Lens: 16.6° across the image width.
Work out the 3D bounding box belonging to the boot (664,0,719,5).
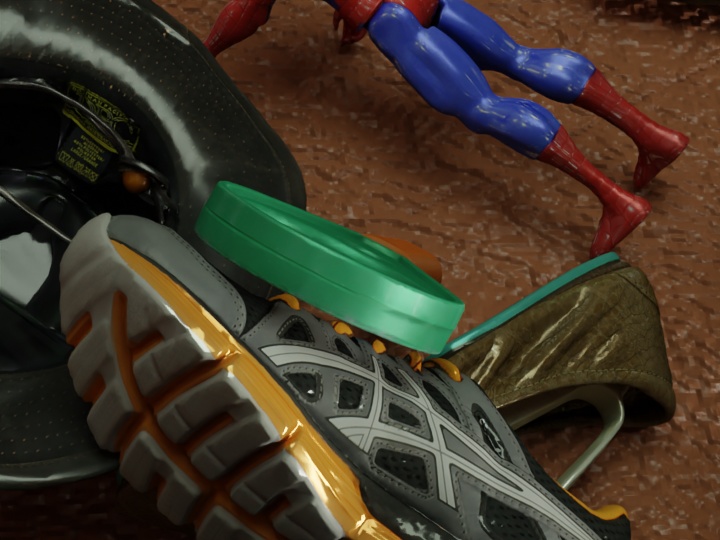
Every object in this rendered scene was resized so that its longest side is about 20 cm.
[{"bbox_3d":[0.184,-0.171,0.985,0.199,0.072,0.155,5,47,-8],"label":"boot"}]

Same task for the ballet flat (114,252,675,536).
[{"bbox_3d":[0.022,0.058,0.788,0.199,0.068,0.073,-21,77,-28],"label":"ballet flat"}]

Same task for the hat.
[{"bbox_3d":[-0.120,-0.004,0.791,0.200,0.081,0.201,11,55,-16],"label":"hat"}]

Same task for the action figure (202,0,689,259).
[{"bbox_3d":[0.009,-0.074,0.890,0.200,0.099,0.065,40,50,-6],"label":"action figure"}]

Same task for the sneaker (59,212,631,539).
[{"bbox_3d":[-0.004,0.051,0.714,0.200,0.078,0.077,43,56,-9],"label":"sneaker"}]

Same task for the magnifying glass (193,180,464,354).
[{"bbox_3d":[0.000,0.000,0.758,0.079,0.200,0.022,27,96,8],"label":"magnifying glass"}]
